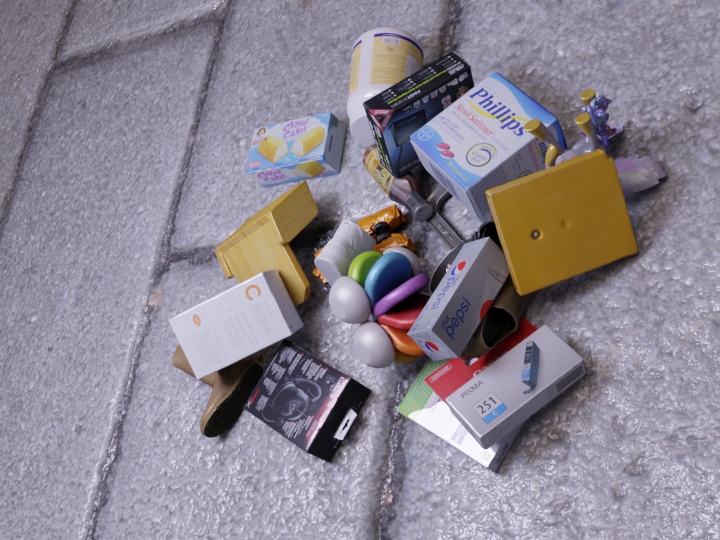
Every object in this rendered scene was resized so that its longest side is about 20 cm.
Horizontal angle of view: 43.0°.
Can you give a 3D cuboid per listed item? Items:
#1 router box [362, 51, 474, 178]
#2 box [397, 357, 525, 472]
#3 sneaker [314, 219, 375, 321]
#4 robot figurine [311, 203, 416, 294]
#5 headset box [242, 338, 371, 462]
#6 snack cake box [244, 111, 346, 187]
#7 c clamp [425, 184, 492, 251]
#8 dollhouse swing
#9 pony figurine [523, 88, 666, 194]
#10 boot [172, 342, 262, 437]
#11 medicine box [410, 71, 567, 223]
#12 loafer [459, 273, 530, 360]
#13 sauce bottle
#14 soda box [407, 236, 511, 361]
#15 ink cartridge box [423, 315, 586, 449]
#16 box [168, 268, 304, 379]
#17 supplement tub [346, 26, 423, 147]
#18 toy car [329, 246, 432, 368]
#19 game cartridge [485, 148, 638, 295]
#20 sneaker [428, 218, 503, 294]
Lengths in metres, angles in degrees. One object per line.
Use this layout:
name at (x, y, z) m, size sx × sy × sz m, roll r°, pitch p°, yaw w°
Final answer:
router box at (0.115, -0.279, 1.652) m, size 0.200 × 0.150 × 0.062 m, roll -31°, pitch 50°, yaw -8°
box at (0.171, 0.213, 1.470) m, size 0.200 × 0.036 × 0.144 m, roll 28°, pitch 83°, yaw 39°
sneaker at (0.000, 0.000, 1.608) m, size 0.074 × 0.200 × 0.116 m, roll 13°, pitch 59°, yaw 32°
robot figurine at (0.000, -0.033, 1.701) m, size 0.200 × 0.058 × 0.145 m, roll -29°, pitch 53°, yaw 18°
headset box at (-0.089, 0.231, 1.611) m, size 0.200 × 0.077 × 0.149 m, roll 25°, pitch 82°, yaw 39°
snack cake box at (-0.135, -0.250, 1.901) m, size 0.200 × 0.067 × 0.115 m, roll -7°, pitch 63°, yaw 31°
c clamp at (0.194, -0.123, 1.635) m, size 0.171 × 0.027 × 0.200 m, roll -39°, pitch 51°, yaw 12°
dollhouse swing at (-0.152, -0.033, 1.784) m, size 0.200 × 0.176 × 0.182 m, roll -30°, pitch 13°, yaw 44°
pony figurine at (0.367, -0.187, 1.468) m, size 0.193 × 0.200 × 0.167 m, roll -29°, pitch 44°, yaw -1°
boot at (-0.300, 0.213, 1.777) m, size 0.200 × 0.066 × 0.175 m, roll 24°, pitch 69°, yaw 39°
medicine box at (0.223, -0.217, 1.596) m, size 0.200 × 0.103 × 0.182 m, roll -39°, pitch 50°, yaw -2°
loafer at (0.225, 0.066, 1.455) m, size 0.067 × 0.076 × 0.200 m, roll -2°, pitch 45°, yaw 54°
sauce bottle at (0.071, -0.165, 1.712) m, size 0.066 × 0.066 × 0.200 m, roll -43°, pitch 46°, yaw 8°
soda box at (0.158, 0.044, 1.415) m, size 0.063 × 0.068 × 0.200 m, roll -18°, pitch 31°, yaw 55°
ink cartridge box at (0.216, 0.155, 1.418) m, size 0.200 × 0.045 × 0.176 m, roll -35°, pitch 45°, yaw -9°
box at (-0.225, 0.096, 1.672) m, size 0.200 × 0.097 × 0.125 m, roll -26°, pitch 90°, yaw 11°
supplement tub at (0.048, -0.353, 1.779) m, size 0.145 × 0.145 × 0.200 m, roll -11°, pitch 61°, yaw 30°
toy car at (0.062, 0.054, 1.497) m, size 0.175 × 0.200 × 0.150 m, roll -29°, pitch 2°, yaw -31°
game cartridge at (0.312, -0.075, 1.411) m, size 0.200 × 0.176 × 0.032 m, roll -20°, pitch 16°, yaw -2°
sneaker at (0.187, -0.026, 1.533) m, size 0.200 × 0.099 × 0.071 m, roll -39°, pitch 78°, yaw 10°
